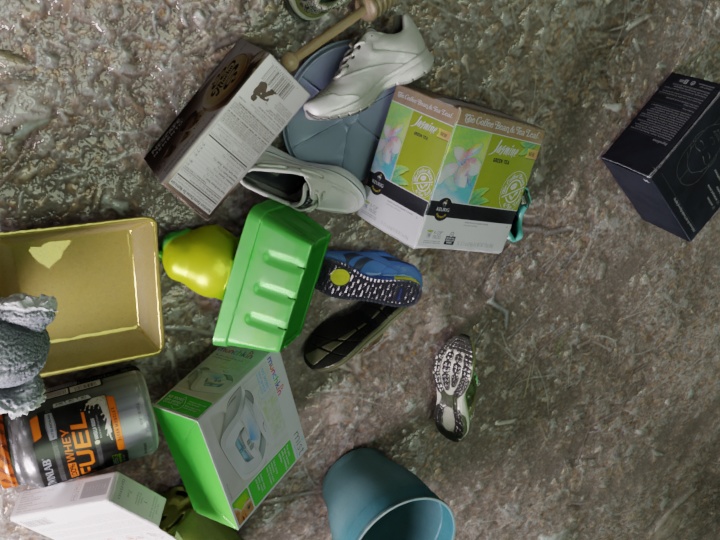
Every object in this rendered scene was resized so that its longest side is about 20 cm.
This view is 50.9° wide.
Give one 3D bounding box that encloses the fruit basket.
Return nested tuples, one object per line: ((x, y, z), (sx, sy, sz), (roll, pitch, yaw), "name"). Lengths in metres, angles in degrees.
((-0.165, -0.004, 1.032), (0.212, 0.155, 0.219), (3, 102, 14), "fruit basket")

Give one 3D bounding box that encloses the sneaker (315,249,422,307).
((0.000, 0.000, 1.157), (0.197, 0.079, 0.067), (12, 126, -14), "sneaker")

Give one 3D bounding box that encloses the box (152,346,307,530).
((-0.181, 0.227, 1.090), (0.176, 0.096, 0.203), (-42, 130, -43), "box")

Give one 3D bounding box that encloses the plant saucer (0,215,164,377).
((-0.360, 0.028, 0.971), (0.197, 0.048, 0.203), (-9, 116, -25), "plant saucer")

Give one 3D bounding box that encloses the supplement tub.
((-0.378, 0.210, 1.003), (0.197, 0.122, 0.124), (-15, 120, -22), "supplement tub")

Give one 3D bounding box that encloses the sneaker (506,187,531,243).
((0.239, -0.134, 1.197), (0.077, 0.091, 0.203), (-11, 118, -24), "sneaker")

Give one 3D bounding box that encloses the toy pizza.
((-0.020, -0.218, 1.051), (0.198, 0.032, 0.203), (-13, 120, -24), "toy pizza")

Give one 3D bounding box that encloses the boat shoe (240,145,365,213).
((-0.079, -0.108, 1.020), (0.197, 0.066, 0.074), (14, 130, -25), "boat shoe")

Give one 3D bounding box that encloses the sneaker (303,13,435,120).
((0.003, -0.262, 0.989), (0.199, 0.074, 0.088), (-36, 115, -18), "sneaker")

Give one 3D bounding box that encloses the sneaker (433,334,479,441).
((0.179, 0.197, 1.344), (0.088, 0.076, 0.203), (-27, 128, -49), "sneaker")

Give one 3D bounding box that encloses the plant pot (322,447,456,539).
((0.029, 0.411, 1.284), (0.197, 0.188, 0.203), (-12, 118, -24), "plant pot")

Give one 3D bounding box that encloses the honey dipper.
((-0.029, -0.306, 0.962), (0.200, 0.038, 0.038), (-45, 129, -27), "honey dipper")

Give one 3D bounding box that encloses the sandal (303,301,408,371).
((0.003, 0.098, 1.191), (0.200, 0.080, 0.058), (-33, 139, -11), "sandal")

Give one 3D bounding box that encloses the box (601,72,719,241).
((0.563, -0.197, 1.326), (0.197, 0.124, 0.200), (-50, 127, -1), "box")

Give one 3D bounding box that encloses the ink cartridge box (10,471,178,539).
((-0.342, 0.342, 1.030), (0.198, 0.045, 0.176), (-17, 135, 28), "ink cartridge box")

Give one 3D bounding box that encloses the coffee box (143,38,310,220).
((-0.168, -0.177, 0.939), (0.201, 0.113, 0.080), (-50, 126, 2), "coffee box")

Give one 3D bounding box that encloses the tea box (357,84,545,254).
((0.131, -0.142, 1.086), (0.198, 0.133, 0.199), (0, 113, -43), "tea box")

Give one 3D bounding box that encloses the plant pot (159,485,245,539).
((-0.259, 0.442, 1.156), (0.199, 0.200, 0.192), (-32, 113, -11), "plant pot")

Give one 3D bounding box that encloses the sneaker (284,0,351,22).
((0.001, -0.379, 0.949), (0.200, 0.089, 0.077), (-42, 126, -5), "sneaker")

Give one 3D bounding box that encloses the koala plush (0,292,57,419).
((-0.444, 0.080, 0.842), (0.197, 0.184, 0.180), (14, 108, -17), "koala plush")
